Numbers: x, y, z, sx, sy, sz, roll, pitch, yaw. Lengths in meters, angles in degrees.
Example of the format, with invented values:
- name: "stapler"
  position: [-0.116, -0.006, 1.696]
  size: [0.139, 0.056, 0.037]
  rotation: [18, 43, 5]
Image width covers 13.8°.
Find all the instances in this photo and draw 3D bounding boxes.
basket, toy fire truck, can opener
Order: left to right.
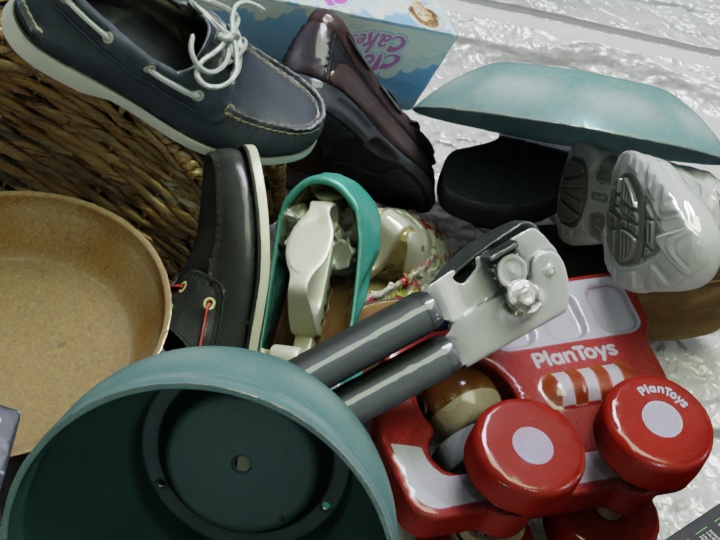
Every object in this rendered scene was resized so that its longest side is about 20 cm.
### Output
- name: "basket"
  position: [-0.139, -0.096, 1.747]
  size: [0.199, 0.143, 0.149]
  rotation: [34, 40, 11]
- name: "can opener"
  position: [0.028, 0.039, 1.616]
  size: [0.199, 0.066, 0.053]
  rotation: [-30, 104, -21]
- name: "toy fire truck"
  position: [0.092, 0.082, 1.670]
  size: [0.199, 0.112, 0.169]
  rotation: [-8, 54, -26]

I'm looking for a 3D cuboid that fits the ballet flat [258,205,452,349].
- name: "ballet flat"
  position: [0.000, 0.000, 1.776]
  size: [0.075, 0.064, 0.200]
  rotation: [36, 39, 16]

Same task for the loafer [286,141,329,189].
- name: "loafer"
  position: [-0.077, -0.135, 1.884]
  size: [0.200, 0.071, 0.073]
  rotation: [38, 40, 16]

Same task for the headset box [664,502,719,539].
- name: "headset box"
  position: [0.224, 0.223, 1.616]
  size: [0.174, 0.093, 0.200]
  rotation: [43, 41, 21]

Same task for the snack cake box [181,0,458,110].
- name: "snack cake box"
  position: [-0.050, -0.172, 1.827]
  size: [0.199, 0.067, 0.115]
  rotation: [7, 40, -39]

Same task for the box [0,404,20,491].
- name: "box"
  position: [-0.278, 0.138, 1.436]
  size: [0.181, 0.104, 0.201]
  rotation: [19, 39, -9]

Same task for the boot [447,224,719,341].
- name: "boot"
  position: [0.146, 0.015, 1.833]
  size: [0.199, 0.076, 0.074]
  rotation: [-4, 40, -16]

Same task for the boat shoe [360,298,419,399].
- name: "boat shoe"
  position: [0.058, 0.053, 1.752]
  size: [0.199, 0.071, 0.070]
  rotation: [7, 1, -26]

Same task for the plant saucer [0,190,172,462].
- name: "plant saucer"
  position: [-0.198, 0.038, 1.606]
  size: [0.199, 0.036, 0.201]
  rotation: [-4, 45, 4]

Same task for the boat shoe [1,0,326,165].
- name: "boat shoe"
  position: [-0.099, -0.121, 1.641]
  size: [0.199, 0.062, 0.075]
  rotation: [26, 44, -22]

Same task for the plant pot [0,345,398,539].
- name: "plant pot"
  position: [-0.070, 0.121, 1.510]
  size: [0.199, 0.201, 0.134]
  rotation: [24, 24, -1]

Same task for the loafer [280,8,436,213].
- name: "loafer"
  position: [0.006, -0.093, 1.796]
  size: [0.071, 0.200, 0.063]
  rotation: [12, 76, 25]

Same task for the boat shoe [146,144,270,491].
- name: "boat shoe"
  position: [-0.085, 0.029, 1.620]
  size: [0.063, 0.074, 0.203]
  rotation: [6, 85, -11]

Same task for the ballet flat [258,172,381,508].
- name: "ballet flat"
  position: [-0.032, 0.037, 1.649]
  size: [0.067, 0.070, 0.201]
  rotation: [0, 70, 21]

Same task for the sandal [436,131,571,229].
- name: "sandal"
  position: [0.100, -0.053, 1.890]
  size: [0.076, 0.043, 0.200]
  rotation: [21, 19, 14]

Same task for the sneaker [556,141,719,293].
- name: "sneaker"
  position: [0.186, -0.033, 1.744]
  size: [0.099, 0.078, 0.200]
  rotation: [6, 14, -14]

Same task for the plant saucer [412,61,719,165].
- name: "plant saucer"
  position: [0.133, -0.099, 1.817]
  size: [0.200, 0.039, 0.201]
  rotation: [11, 0, 0]
